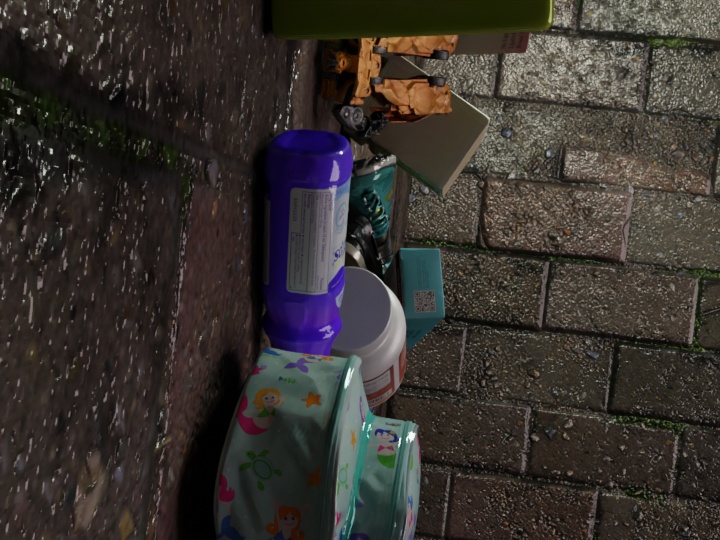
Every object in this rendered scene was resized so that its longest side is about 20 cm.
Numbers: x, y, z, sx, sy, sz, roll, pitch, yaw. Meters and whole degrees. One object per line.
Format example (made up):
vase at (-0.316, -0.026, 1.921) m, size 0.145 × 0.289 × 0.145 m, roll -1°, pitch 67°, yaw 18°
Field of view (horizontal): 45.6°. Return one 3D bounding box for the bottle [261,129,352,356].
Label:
bottle at (-0.044, -0.004, 0.668) m, size 0.084 × 0.065 × 0.202 m, roll -73°, pitch 168°, yaw -68°

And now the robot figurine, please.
robot figurine at (0.030, -0.211, 0.881) m, size 0.199 × 0.058 × 0.147 m, roll -12°, pitch 113°, yaw -48°

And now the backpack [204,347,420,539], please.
backpack at (-0.034, 0.159, 0.593) m, size 0.178 × 0.149 × 0.202 m, roll -73°, pitch 164°, yaw -55°

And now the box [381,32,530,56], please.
box at (0.095, -0.327, 0.975) m, size 0.128 × 0.198 × 0.110 m, roll 88°, pitch -1°, yaw -57°

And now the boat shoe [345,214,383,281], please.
boat shoe at (-0.002, -0.001, 1.043) m, size 0.066 × 0.074 × 0.200 m, roll -61°, pitch 156°, yaw -24°

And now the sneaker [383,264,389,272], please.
sneaker at (0.014, 0.043, 1.272) m, size 0.201 × 0.083 × 0.121 m, roll 88°, pitch 19°, yaw -49°

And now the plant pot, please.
plant pot at (0.043, -0.275, 0.631) m, size 0.199 × 0.198 × 0.183 m, roll -68°, pitch 158°, yaw -68°

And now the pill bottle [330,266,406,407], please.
pill bottle at (-0.007, 0.071, 0.901) m, size 0.200 × 0.111 × 0.113 m, roll 83°, pitch 15°, yaw -68°

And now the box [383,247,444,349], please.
box at (0.055, 0.040, 1.047) m, size 0.200 × 0.049 × 0.083 m, roll 118°, pitch -30°, yaw -73°

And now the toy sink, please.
toy sink at (0.051, -0.192, 1.086) m, size 0.112 × 0.199 × 0.130 m, roll -54°, pitch 177°, yaw 4°

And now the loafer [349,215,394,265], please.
loafer at (0.007, -0.056, 1.171) m, size 0.200 × 0.072 × 0.073 m, roll -97°, pitch -178°, yaw -71°

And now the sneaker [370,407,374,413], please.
sneaker at (-0.005, 0.160, 1.236) m, size 0.201 × 0.073 × 0.083 m, roll 89°, pitch 11°, yaw -45°

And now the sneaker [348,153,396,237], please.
sneaker at (0.014, -0.087, 1.018) m, size 0.200 × 0.077 × 0.080 m, roll 54°, pitch 22°, yaw -81°
